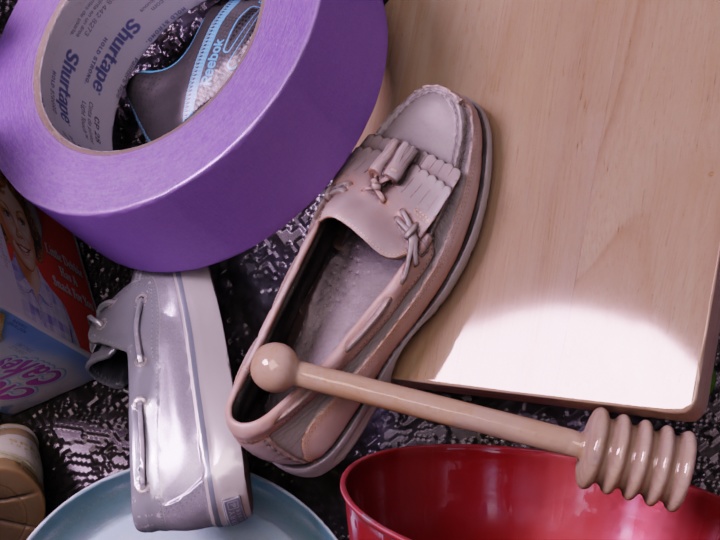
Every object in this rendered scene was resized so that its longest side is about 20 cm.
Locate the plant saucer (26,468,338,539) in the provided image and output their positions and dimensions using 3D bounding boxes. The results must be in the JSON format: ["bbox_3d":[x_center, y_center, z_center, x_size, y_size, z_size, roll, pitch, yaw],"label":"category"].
[{"bbox_3d":[-0.089,0.195,0.841,0.199,0.027,0.201,-2,76,7],"label":"plant saucer"}]

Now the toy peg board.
[{"bbox_3d":[0.100,-0.025,0.849,0.199,0.098,0.201,4,75,30],"label":"toy peg board"}]

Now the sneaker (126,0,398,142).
[{"bbox_3d":[-0.039,-0.132,0.908,0.200,0.073,0.082,-41,65,-4],"label":"sneaker"}]

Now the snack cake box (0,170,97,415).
[{"bbox_3d":[-0.200,-0.010,0.839,0.067,0.200,0.115,-23,70,7],"label":"snack cake box"}]

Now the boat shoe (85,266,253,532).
[{"bbox_3d":[-0.103,0.039,0.853,0.071,0.070,0.201,-11,56,-5],"label":"boat shoe"}]

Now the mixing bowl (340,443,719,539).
[{"bbox_3d":[0.083,0.156,0.751,0.199,0.200,0.109,9,99,15],"label":"mixing bowl"}]

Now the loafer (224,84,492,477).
[{"bbox_3d":[0.000,0.000,0.798,0.072,0.063,0.200,22,84,33],"label":"loafer"}]

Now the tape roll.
[{"bbox_3d":[-0.088,-0.102,0.844,0.200,0.066,0.201,-16,57,26],"label":"tape roll"}]

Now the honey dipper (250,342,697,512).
[{"bbox_3d":[0.049,0.063,0.757,0.199,0.038,0.038,16,77,0],"label":"honey dipper"}]

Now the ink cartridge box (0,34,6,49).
[{"bbox_3d":[-0.297,-0.125,0.923,0.200,0.147,0.146,41,85,20],"label":"ink cartridge box"}]

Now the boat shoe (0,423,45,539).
[{"bbox_3d":[-0.253,0.147,0.884,0.200,0.073,0.063,-33,26,5],"label":"boat shoe"}]
